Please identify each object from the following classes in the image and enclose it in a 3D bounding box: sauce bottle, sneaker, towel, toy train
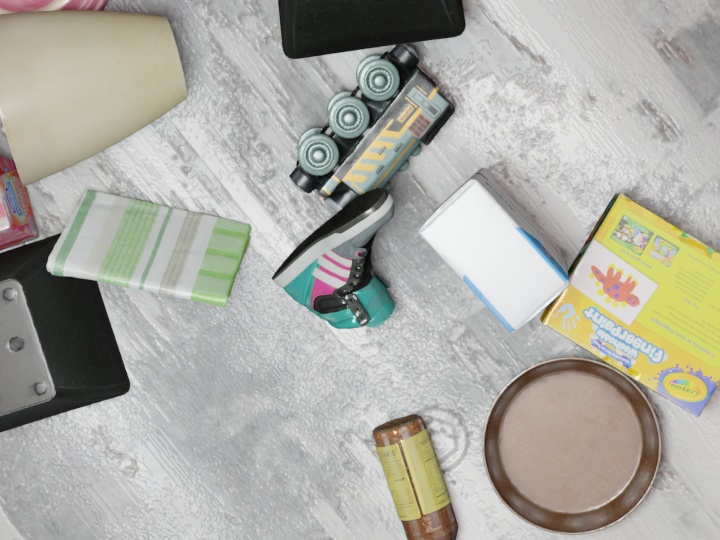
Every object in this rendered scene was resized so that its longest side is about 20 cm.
[{"bbox_3d":[0.070,0.265,1.775,0.066,0.066,0.201,-16,94,6],"label":"sauce bottle"},{"bbox_3d":[0.000,0.000,1.721,0.121,0.084,0.200,44,137,-10],"label":"sneaker"},{"bbox_3d":[-0.231,-0.020,1.742,0.199,0.150,0.031,13,128,1],"label":"towel"},{"bbox_3d":[0.012,-0.151,1.737,0.114,0.085,0.200,38,97,-9],"label":"toy train"}]

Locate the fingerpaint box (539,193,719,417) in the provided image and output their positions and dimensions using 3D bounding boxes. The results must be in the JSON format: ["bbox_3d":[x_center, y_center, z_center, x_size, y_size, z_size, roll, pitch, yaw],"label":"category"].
[{"bbox_3d":[0.324,0.037,1.728,0.199,0.073,0.167,30,94,2],"label":"fingerpaint box"}]

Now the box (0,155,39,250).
[{"bbox_3d":[-0.478,-0.056,1.765,0.199,0.103,0.095,-18,83,7],"label":"box"}]

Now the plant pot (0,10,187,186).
[{"bbox_3d":[-0.296,-0.207,1.719,0.199,0.187,0.188,-15,94,-9],"label":"plant pot"}]

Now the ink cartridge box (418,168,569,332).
[{"bbox_3d":[0.145,-0.026,1.674,0.086,0.200,0.147,-43,90,8],"label":"ink cartridge box"}]

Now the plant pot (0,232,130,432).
[{"bbox_3d":[-0.392,0.082,1.739,0.199,0.177,0.200,-17,94,5],"label":"plant pot"}]

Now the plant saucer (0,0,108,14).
[{"bbox_3d":[-0.374,-0.351,1.763,0.199,0.051,0.202,0,95,4],"label":"plant saucer"}]

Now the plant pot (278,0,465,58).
[{"bbox_3d":[-0.003,-0.355,1.636,0.198,0.177,0.201,-7,77,4],"label":"plant pot"}]

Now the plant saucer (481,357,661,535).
[{"bbox_3d":[0.236,0.195,1.770,0.199,0.034,0.201,1,95,5],"label":"plant saucer"}]
